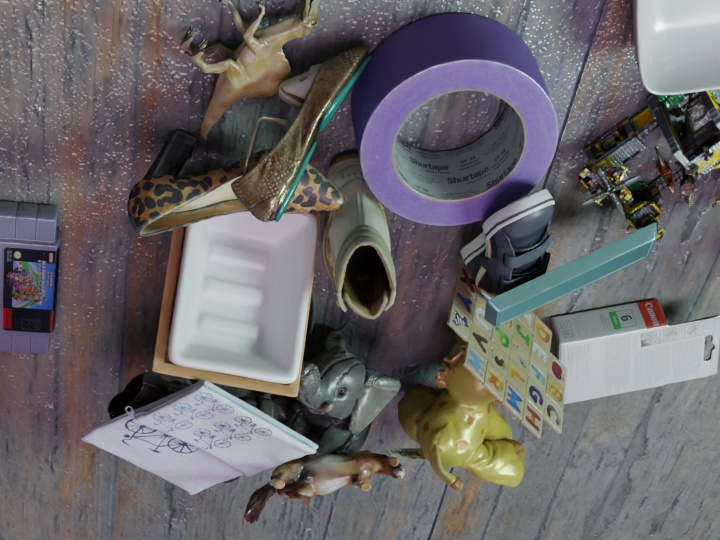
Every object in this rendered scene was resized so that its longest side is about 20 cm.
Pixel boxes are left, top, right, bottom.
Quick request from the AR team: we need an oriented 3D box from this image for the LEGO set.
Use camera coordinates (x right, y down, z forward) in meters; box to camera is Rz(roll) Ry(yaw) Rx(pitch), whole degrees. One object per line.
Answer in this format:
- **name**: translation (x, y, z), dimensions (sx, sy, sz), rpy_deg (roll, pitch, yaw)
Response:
- **LEGO set**: translation (0.332, -0.103, 1.303), dimensions (0.199, 0.116, 0.154), rpy_deg (-29, 130, 18)

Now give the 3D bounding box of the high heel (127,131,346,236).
- **high heel**: translation (-0.121, -0.059, 1.220), dimensions (0.198, 0.143, 0.072), rpy_deg (16, 134, 4)

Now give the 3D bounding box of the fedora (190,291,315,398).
- **fedora**: translation (-0.137, 0.082, 1.416), dimensions (0.175, 0.091, 0.201), rpy_deg (14, 128, -20)

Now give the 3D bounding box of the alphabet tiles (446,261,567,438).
- **alphabet tiles**: translation (0.167, 0.086, 1.401), dimensions (0.006, 0.167, 0.200), rpy_deg (-30, 118, 33)

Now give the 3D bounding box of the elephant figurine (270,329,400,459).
- **elephant figurine**: translation (-0.025, 0.140, 1.446), dimensions (0.140, 0.156, 0.201), rpy_deg (14, 134, -9)

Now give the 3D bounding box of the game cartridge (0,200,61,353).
- **game cartridge**: translation (-0.392, 0.010, 1.353), dimensions (0.128, 0.039, 0.201), rpy_deg (7, 130, -9)

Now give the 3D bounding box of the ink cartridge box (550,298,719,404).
- **ink cartridge box**: translation (0.335, 0.093, 1.528), dimensions (0.198, 0.051, 0.110), rpy_deg (-11, 132, 0)

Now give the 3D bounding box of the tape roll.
- **tape roll**: translation (0.092, -0.148, 1.250), dimensions (0.198, 0.085, 0.201), rpy_deg (-5, 132, -5)

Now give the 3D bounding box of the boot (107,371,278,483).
- **boot**: translation (-0.199, 0.169, 1.405), dimensions (0.173, 0.070, 0.200), rpy_deg (15, 145, -19)

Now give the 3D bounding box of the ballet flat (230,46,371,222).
- **ballet flat**: translation (-0.061, -0.143, 1.194), dimensions (0.065, 0.201, 0.071), rpy_deg (29, 164, -2)

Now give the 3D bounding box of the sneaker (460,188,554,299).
- **sneaker**: translation (0.166, -0.021, 1.318), dimensions (0.078, 0.080, 0.200), rpy_deg (-23, 170, -14)

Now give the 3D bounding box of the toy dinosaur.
- **toy dinosaur**: translation (-0.120, -0.193, 1.195), dimensions (0.101, 0.059, 0.200), rpy_deg (29, 122, -31)

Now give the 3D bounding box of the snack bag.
- **snack bag**: translation (-0.177, 0.187, 1.350), dimensions (0.199, 0.022, 0.188), rpy_deg (-23, 140, 30)

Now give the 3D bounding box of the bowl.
- **bowl**: translation (0.349, -0.276, 1.181), dimensions (0.198, 0.075, 0.201), rpy_deg (-10, 133, 2)

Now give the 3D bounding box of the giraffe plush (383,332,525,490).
- **giraffe plush**: translation (0.130, 0.146, 1.475), dimensions (0.199, 0.172, 0.163), rpy_deg (2, 118, -53)

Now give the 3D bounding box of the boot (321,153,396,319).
- **boot**: translation (0.000, 0.000, 1.320), dimensions (0.071, 0.155, 0.201), rpy_deg (-5, 133, -4)

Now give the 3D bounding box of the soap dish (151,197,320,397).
- **soap dish**: translation (-0.131, 0.022, 1.306), dimensions (0.156, 0.202, 0.081), rpy_deg (12, 166, -20)

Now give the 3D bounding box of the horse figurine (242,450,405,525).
- **horse figurine**: translation (-0.039, 0.231, 1.386), dimensions (0.198, 0.133, 0.050), rpy_deg (-12, 89, -10)

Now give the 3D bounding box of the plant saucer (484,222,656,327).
- **plant saucer**: translation (0.225, 0.008, 1.329), dimensions (0.199, 0.019, 0.070), rpy_deg (-25, 162, -4)
